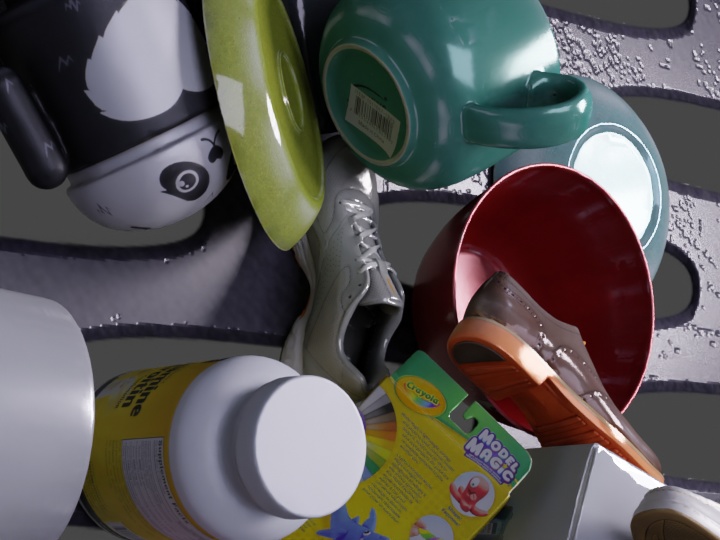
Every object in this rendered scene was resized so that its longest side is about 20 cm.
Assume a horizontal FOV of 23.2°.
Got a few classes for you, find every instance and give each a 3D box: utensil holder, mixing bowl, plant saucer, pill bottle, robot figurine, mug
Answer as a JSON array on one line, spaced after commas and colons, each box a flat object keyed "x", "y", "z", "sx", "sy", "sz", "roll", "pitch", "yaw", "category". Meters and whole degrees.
[{"x": -0.269, "y": 0.080, "z": 0.956, "sx": 0.199, "sy": 0.169, "sz": 0.172, "roll": 12, "pitch": 76, "yaw": -39, "category": "utensil holder"}, {"x": 0.111, "y": 0.029, "z": 1.294, "sx": 0.199, "sy": 0.108, "sz": 0.202, "roll": 7, "pitch": 78, "yaw": -36, "category": "mixing bowl"}, {"x": 0.193, "y": -0.062, "z": 1.415, "sx": 0.199, "sy": 0.039, "sz": 0.203, "roll": 6, "pitch": 80, "yaw": -37, "category": "plant saucer"}, {"x": -0.087, "y": 0.110, "z": 1.069, "sx": 0.111, "sy": 0.199, "sz": 0.113, "roll": 6, "pitch": 80, "yaw": -37, "category": "pill bottle"}, {"x": -0.153, "y": -0.124, "z": 1.098, "sx": 0.149, "sy": 0.125, "sz": 0.202, "roll": -24, "pitch": 100, "yaw": 0, "category": "robot figurine"}, {"x": 0.052, "y": -0.135, "z": 1.182, "sx": 0.114, "sy": 0.184, "sz": 0.153, "roll": -29, "pitch": 97, "yaw": -33, "category": "mug"}, {"x": -0.058, "y": -0.114, "z": 1.152, "sx": 0.200, "sy": 0.031, "sz": 0.202, "roll": -13, "pitch": 90, "yaw": -81, "category": "plant saucer"}]

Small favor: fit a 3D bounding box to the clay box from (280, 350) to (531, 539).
[{"x": 0.010, "y": 0.162, "z": 1.154, "sx": 0.115, "sy": 0.048, "sz": 0.200, "roll": 44, "pitch": 84, "yaw": 11, "category": "clay box"}]

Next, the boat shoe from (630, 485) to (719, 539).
[{"x": 0.249, "y": 0.179, "z": 1.158, "sx": 0.199, "sy": 0.070, "sz": 0.070, "roll": 35, "pitch": 56, "yaw": -36, "category": "boat shoe"}]

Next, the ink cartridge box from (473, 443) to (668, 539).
[{"x": 0.126, "y": 0.216, "z": 1.219, "sx": 0.145, "sy": 0.199, "sz": 0.146, "roll": 31, "pitch": 66, "yaw": -31, "category": "ink cartridge box"}]

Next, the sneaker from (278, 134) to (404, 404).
[{"x": 0.000, "y": 0.000, "z": 1.222, "sx": 0.075, "sy": 0.092, "sz": 0.202, "roll": 10, "pitch": 76, "yaw": -35, "category": "sneaker"}]

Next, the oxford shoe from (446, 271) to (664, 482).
[{"x": 0.147, "y": 0.080, "z": 1.205, "sx": 0.200, "sy": 0.071, "sz": 0.073, "roll": 44, "pitch": 55, "yaw": -24, "category": "oxford shoe"}]

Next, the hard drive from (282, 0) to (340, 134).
[{"x": -0.005, "y": -0.205, "z": 1.285, "sx": 0.139, "sy": 0.033, "sz": 0.202, "roll": -12, "pitch": 91, "yaw": -38, "category": "hard drive"}]
